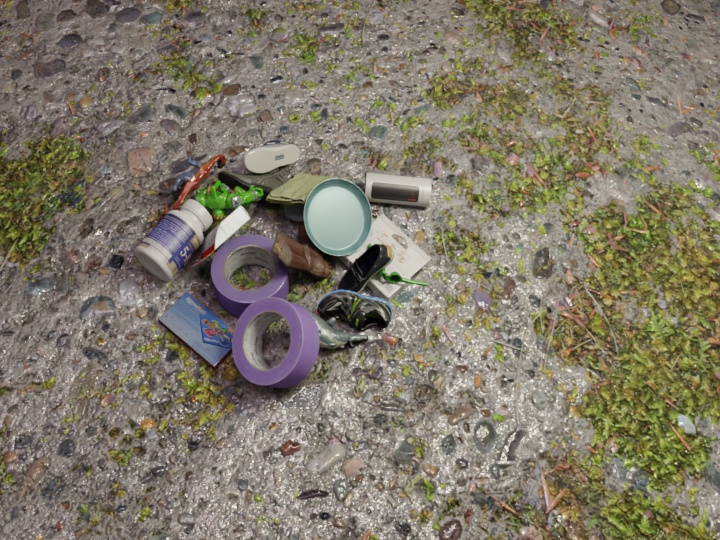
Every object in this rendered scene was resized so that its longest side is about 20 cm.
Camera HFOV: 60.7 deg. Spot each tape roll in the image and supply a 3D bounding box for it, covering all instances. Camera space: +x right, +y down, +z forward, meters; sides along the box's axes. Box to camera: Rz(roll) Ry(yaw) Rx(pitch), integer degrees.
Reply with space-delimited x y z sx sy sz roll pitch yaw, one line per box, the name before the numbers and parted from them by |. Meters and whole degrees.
tape roll | -0.200 0.170 1.448 0.194 0.085 0.207 -6 75 23
tape roll | -0.282 0.016 1.585 0.193 0.086 0.205 3 58 -4

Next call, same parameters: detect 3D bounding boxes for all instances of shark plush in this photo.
shark plush | -0.072 0.149 1.517 0.194 0.091 0.086 13 86 -3

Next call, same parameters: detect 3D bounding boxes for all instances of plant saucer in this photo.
plant saucer | -0.062 -0.141 1.643 0.194 0.027 0.207 1 87 -23

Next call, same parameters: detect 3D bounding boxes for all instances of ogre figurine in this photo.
ogre figurine | -0.379 -0.200 1.689 0.195 0.101 0.120 20 22 6

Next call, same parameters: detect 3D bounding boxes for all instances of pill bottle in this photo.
pill bottle | -0.483 -0.084 1.612 0.118 0.121 0.202 28 63 13

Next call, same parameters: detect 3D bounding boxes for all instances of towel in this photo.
towel | -0.159 -0.228 1.721 0.144 0.038 0.200 8 28 25

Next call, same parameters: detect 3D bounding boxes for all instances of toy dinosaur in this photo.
toy dinosaur | -0.450 -0.255 1.725 0.178 0.106 0.203 -27 55 -2

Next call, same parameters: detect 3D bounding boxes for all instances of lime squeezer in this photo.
lime squeezer | 0.082 0.004 1.618 0.197 0.038 0.070 34 32 17

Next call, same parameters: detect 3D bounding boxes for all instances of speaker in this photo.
speaker | 0.108 -0.234 1.787 0.193 0.082 0.083 6 57 -2

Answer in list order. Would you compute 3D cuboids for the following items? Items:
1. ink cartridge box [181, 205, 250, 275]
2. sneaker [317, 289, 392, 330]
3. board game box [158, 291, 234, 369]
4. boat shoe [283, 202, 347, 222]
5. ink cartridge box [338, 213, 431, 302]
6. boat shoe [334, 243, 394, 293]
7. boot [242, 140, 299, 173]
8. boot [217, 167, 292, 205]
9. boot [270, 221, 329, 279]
ink cartridge box | -0.388 -0.075 1.597 0.200 0.159 0.048 -45 102 -27
sneaker | -0.014 0.104 1.564 0.193 0.072 0.084 9 41 -2
board game box | -0.400 0.148 1.539 0.198 0.020 0.103 35 63 16
boat shoe | -0.119 -0.165 1.731 0.194 0.070 0.073 -2 72 18
ink cartridge box | 0.065 -0.034 1.677 0.175 0.045 0.200 -38 68 -23
boat shoe | 0.000 0.000 1.588 0.199 0.062 0.076 -40 56 20
boot | -0.278 -0.336 1.797 0.089 0.075 0.197 26 30 38
boot | -0.304 -0.265 1.791 0.195 0.069 0.132 20 46 7
boot | -0.170 -0.073 1.597 0.064 0.198 0.189 -37 62 21
